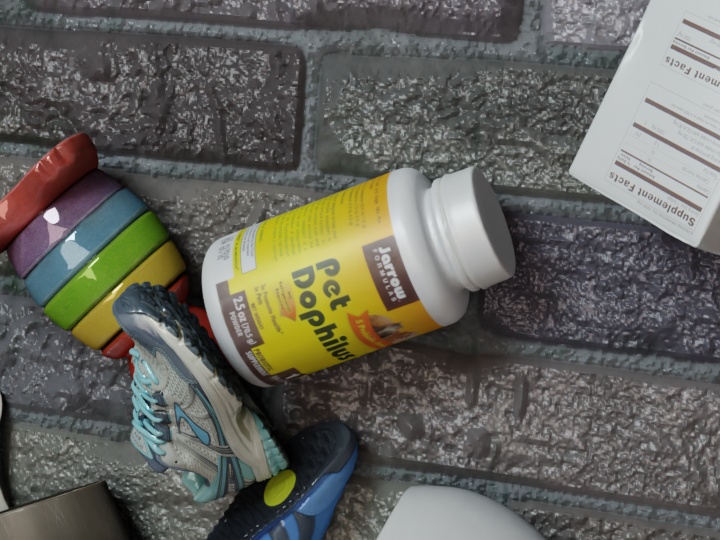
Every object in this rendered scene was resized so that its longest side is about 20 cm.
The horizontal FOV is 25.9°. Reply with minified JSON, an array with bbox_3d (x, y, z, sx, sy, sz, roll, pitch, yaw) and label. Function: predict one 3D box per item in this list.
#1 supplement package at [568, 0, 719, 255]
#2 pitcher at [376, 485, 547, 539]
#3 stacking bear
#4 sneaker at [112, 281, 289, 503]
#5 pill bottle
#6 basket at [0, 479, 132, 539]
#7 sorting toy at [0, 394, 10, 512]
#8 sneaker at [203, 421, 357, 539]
[{"bbox_3d":[0.237,-0.117,0.961,0.109,0.113,0.202,35,106,40],"label":"supplement package"},{"bbox_3d":[0.088,0.243,1.030,0.199,0.172,0.122,29,130,10],"label":"pitcher"},{"bbox_3d":[-0.170,0.014,1.116,0.121,0.114,0.200,-40,94,15],"label":"stacking bear"},{"bbox_3d":[-0.120,0.093,1.048,0.086,0.201,0.078,-33,42,-2],"label":"sneaker"},{"bbox_3d":[0.000,0.000,1.061,0.198,0.109,0.110,-20,89,17],"label":"pill bottle"},{"bbox_3d":[-0.211,0.266,1.142,0.178,0.136,0.202,-17,87,16],"label":"basket"},{"bbox_3d":[-0.357,0.158,1.205,0.177,0.107,0.203,-7,94,-2],"label":"sorting toy"},{"bbox_3d":[-0.060,0.200,1.127,0.078,0.066,0.201,39,88,-31],"label":"sneaker"}]
